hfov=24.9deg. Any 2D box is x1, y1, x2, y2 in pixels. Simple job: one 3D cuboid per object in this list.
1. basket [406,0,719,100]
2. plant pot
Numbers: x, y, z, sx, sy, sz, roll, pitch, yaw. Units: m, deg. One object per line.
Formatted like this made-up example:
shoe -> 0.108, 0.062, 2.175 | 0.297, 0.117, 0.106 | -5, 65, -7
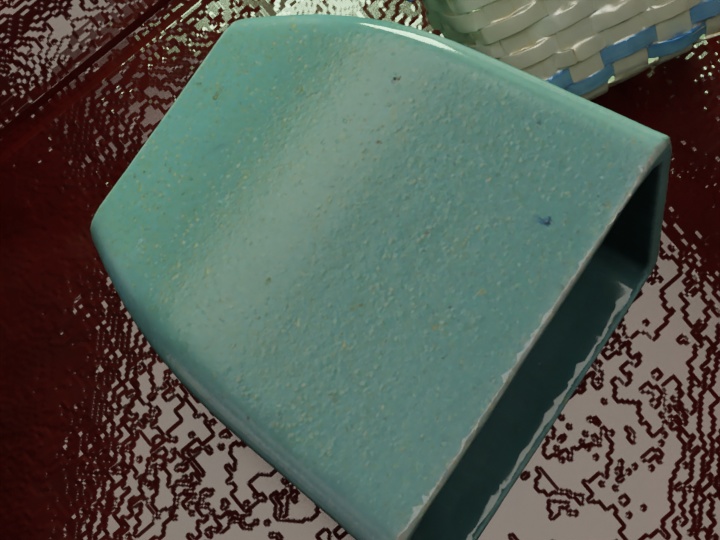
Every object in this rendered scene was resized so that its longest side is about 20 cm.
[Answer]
basket -> 0.080, -0.181, 0.759 | 0.175, 0.139, 0.201 | -24, 112, -4
plant pot -> 0.000, 0.000, 0.723 | 0.199, 0.196, 0.197 | 33, 83, 16
